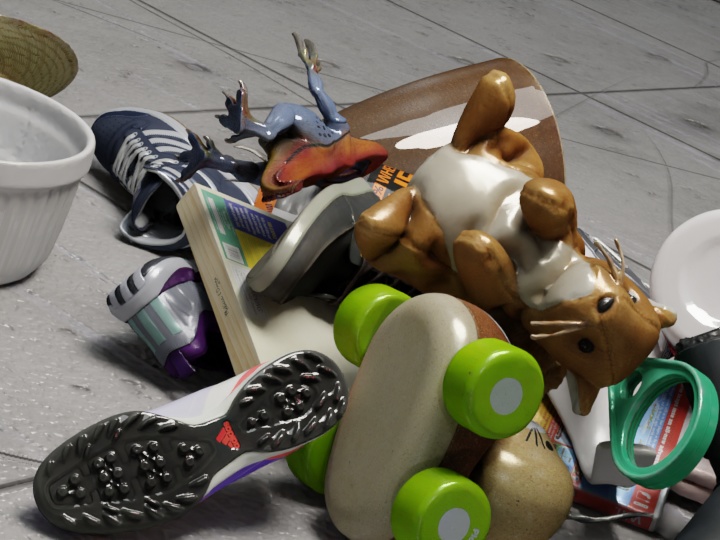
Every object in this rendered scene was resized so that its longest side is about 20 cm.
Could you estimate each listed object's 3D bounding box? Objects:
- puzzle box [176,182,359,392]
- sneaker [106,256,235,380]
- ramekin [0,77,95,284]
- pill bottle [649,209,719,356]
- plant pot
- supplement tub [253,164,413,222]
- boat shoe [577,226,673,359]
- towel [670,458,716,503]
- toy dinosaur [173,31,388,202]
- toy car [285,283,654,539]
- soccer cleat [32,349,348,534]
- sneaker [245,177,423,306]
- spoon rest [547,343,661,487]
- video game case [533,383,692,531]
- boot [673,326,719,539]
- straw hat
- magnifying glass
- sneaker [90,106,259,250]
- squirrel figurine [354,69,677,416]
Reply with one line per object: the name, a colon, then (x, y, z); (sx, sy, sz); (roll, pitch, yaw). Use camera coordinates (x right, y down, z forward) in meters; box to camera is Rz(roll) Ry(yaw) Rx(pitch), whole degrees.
puzzle box: (-0.046, 0.031, 1.350); (0.133, 0.025, 0.200); (22, 31, -36)
sneaker: (-0.098, 0.037, 1.394); (0.088, 0.074, 0.200); (56, 27, 12)
ramekin: (-0.298, -0.069, 1.414); (0.200, 0.105, 0.200); (16, 20, -6)
pill bottle: (0.279, 0.033, 1.459); (0.112, 0.112, 0.200); (25, -7, 19)
plant pot: (0.040, -0.077, 1.661); (0.200, 0.187, 0.187); (-8, 29, -24)
supplement tub: (0.016, -0.017, 1.521); (0.200, 0.123, 0.123); (19, 19, 3)
boat shoe: (0.175, 0.003, 1.576); (0.200, 0.072, 0.068); (39, 19, 21)
towel: (0.267, 0.132, 1.471); (0.191, 0.032, 0.200); (22, 19, 13)
toy dinosaur: (-0.039, -0.070, 1.382); (0.181, 0.105, 0.200); (14, 34, -40)
toy car: (0.085, 0.112, 1.219); (0.200, 0.158, 0.164); (21, 2, -32)
soccer cleat: (-0.102, 0.105, 1.158); (0.200, 0.068, 0.073); (-23, -6, -28)
sneaker: (0.000, 0.000, 1.348); (0.106, 0.075, 0.200); (44, 23, 4)
spoon rest: (0.165, 0.082, 1.366); (0.099, 0.061, 0.200); (8, 33, -5)
video game case: (0.131, 0.092, 1.391); (0.200, 0.017, 0.143); (21, 47, 9)
boot: (0.227, 0.123, 1.255); (0.076, 0.169, 0.200); (-21, -11, 35)
straw hat: (-0.319, -0.123, 1.551); (0.200, 0.085, 0.201); (-2, -19, -1)
magnifying glass: (0.175, 0.072, 1.276); (0.022, 0.080, 0.200); (31, 15, -23)
sneaker: (-0.173, -0.076, 1.595); (0.200, 0.070, 0.108); (34, 23, 31)
squirrel figurine: (0.111, 0.009, 1.278); (0.187, 0.142, 0.200); (38, -19, 17)
